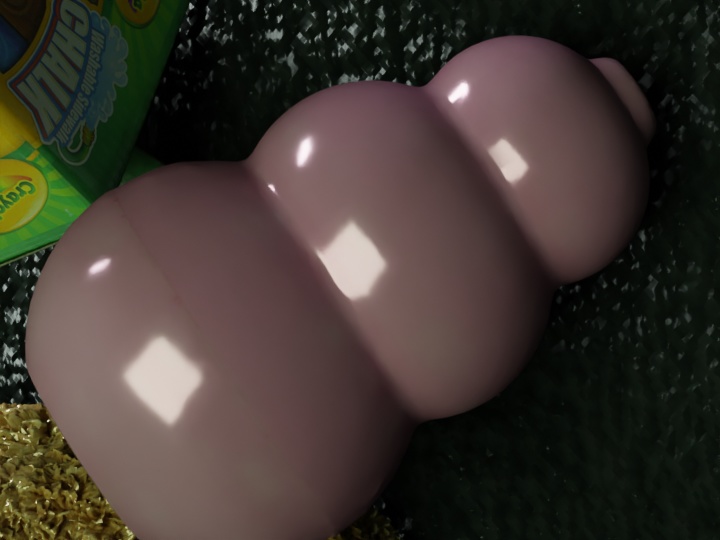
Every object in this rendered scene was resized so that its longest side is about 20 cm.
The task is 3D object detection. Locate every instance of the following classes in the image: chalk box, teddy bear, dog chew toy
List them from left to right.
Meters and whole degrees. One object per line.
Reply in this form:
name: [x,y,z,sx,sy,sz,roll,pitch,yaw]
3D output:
chalk box: [-0.144,-0.074,0.889,0.125,0.124,0.200,-22,125,35]
teddy bear: [-0.087,0.081,0.901,0.200,0.145,0.067,25,122,32]
dog chew toy: [0.000,0.000,0.820,0.200,0.125,0.125,-34,79,-2]
